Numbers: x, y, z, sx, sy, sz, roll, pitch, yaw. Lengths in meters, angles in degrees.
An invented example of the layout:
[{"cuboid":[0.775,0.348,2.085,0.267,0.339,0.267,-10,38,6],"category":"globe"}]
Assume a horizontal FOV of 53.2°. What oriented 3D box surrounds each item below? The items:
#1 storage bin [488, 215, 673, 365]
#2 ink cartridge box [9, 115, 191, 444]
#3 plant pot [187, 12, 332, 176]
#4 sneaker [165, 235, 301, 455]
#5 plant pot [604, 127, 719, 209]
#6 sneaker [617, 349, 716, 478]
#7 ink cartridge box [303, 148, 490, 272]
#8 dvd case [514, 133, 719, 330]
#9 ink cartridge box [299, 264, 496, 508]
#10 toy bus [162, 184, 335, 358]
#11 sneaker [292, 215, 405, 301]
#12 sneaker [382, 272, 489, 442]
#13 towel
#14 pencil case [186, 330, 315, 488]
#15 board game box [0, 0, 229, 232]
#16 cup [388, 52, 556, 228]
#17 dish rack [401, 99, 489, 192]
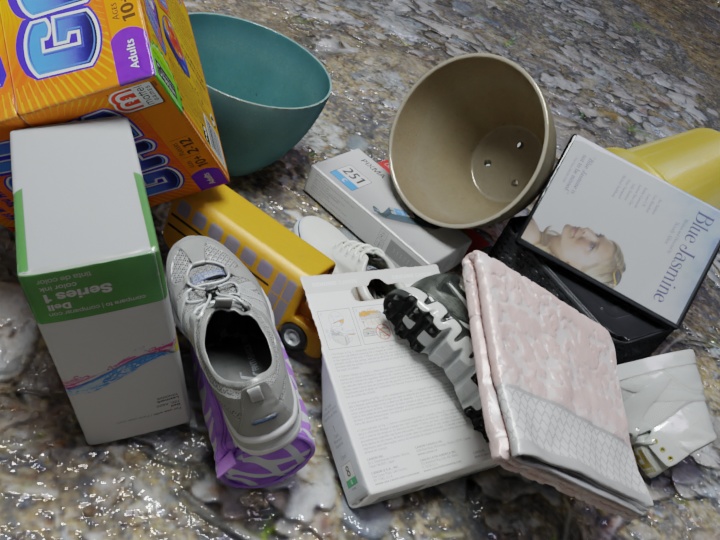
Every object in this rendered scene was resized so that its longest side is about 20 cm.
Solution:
[{"cuboid":[0.251,0.031,0.851,0.135,0.094,0.200,-9,51,-36],"category":"storage bin"},{"cuboid":[-0.188,0.013,0.534,0.084,0.200,0.145,-12,50,-16],"category":"ink cartridge box"},{"cuboid":[-0.149,-0.192,0.847,0.200,0.135,0.200,16,38,-13],"category":"plant pot"},{"cuboid":[-0.096,0.034,0.537,0.075,0.082,0.200,-23,53,-17],"category":"sneaker"},{"cuboid":[0.382,-0.082,0.912,0.189,0.201,0.201,-29,56,-7],"category":"plant pot"},{"cuboid":[0.265,0.156,0.729,0.199,0.074,0.116,-11,76,-8],"category":"sneaker"},{"cuboid":[0.057,-0.082,0.911,0.200,0.045,0.176,42,41,19],"category":"ink cartridge box"},{"cuboid":[0.291,-0.044,0.793,0.200,0.143,0.018,29,-6,4],"category":"dvd case"},{"cuboid":[0.034,0.096,0.656,0.161,0.050,0.200,-5,61,-32],"category":"ink cartridge box"},{"cuboid":[-0.095,-0.004,0.702,0.200,0.078,0.065,35,30,11],"category":"toy bus"},{"cuboid":[0.000,0.000,0.763,0.073,0.071,0.200,-17,55,-41],"category":"sneaker"},{"cuboid":[0.114,0.078,0.638,0.090,0.066,0.200,-34,78,-36],"category":"sneaker"},{"cuboid":[0.169,0.096,0.610,0.200,0.032,0.191,29,43,-34],"category":"towel"},{"cuboid":[-0.104,0.081,0.600,0.085,0.084,0.200,30,24,-49],"category":"pencil case"},{"cuboid":[-0.251,-0.171,0.609,0.199,0.200,0.200,-16,74,1],"category":"board game box"},{"cuboid":[0.154,-0.143,0.872,0.200,0.200,0.143,48,21,26],"category":"cup"},{"cuboid":[0.133,-0.161,1.036,0.171,0.044,0.200,17,39,-19],"category":"dish rack"}]
